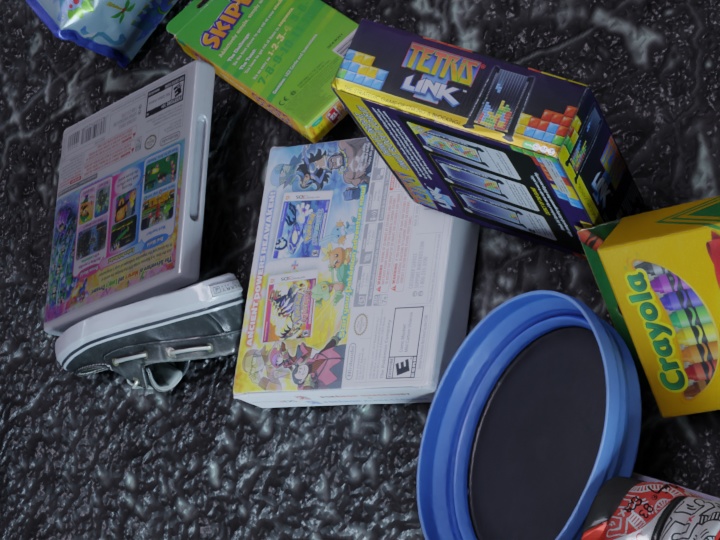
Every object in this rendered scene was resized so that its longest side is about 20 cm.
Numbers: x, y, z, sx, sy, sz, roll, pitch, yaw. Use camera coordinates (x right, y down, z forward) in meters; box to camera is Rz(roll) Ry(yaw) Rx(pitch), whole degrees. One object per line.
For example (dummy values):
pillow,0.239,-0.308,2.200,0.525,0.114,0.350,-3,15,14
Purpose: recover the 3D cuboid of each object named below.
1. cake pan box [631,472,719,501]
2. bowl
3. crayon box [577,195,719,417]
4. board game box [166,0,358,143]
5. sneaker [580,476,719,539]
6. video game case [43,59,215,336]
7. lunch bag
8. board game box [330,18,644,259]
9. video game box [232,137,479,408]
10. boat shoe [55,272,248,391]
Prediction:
cake pan box,0.215,0.235,1.360,0.199,0.052,0.185,16,85,41
bowl,0.112,0.114,1.458,0.200,0.039,0.202,-35,46,45
crayon box,0.236,0.019,1.386,0.199,0.051,0.128,-13,109,34
board game box,-0.065,-0.179,1.739,0.095,0.030,0.200,-43,51,-11
sneaker,0.171,0.227,1.321,0.107,0.067,0.203,8,74,42
video game case,-0.188,-0.056,1.775,0.199,0.024,0.183,-20,60,47
lunch bag,-0.223,-0.301,1.865,0.170,0.127,0.200,-49,60,12
board game box,0.089,-0.082,1.460,0.164,0.200,0.057,21,77,23
video game box,0.000,0.000,1.623,0.181,0.047,0.201,-3,70,34
boat shoe,-0.164,0.060,1.708,0.199,0.072,0.071,-20,84,43
